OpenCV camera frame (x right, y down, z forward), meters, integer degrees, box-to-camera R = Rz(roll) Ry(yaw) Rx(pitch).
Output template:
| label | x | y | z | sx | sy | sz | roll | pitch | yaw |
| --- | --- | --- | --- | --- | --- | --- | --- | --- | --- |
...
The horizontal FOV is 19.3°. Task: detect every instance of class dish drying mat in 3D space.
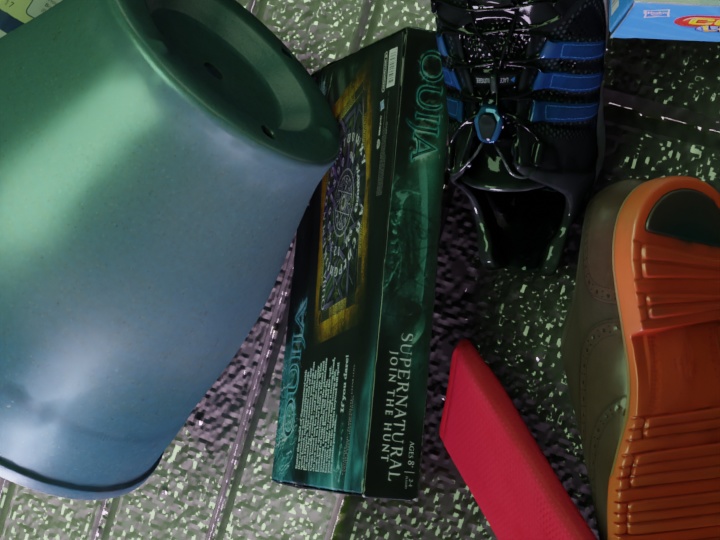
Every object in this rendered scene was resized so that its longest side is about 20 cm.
| label | x | y | z | sx | sy | sz | roll | pitch | yaw |
| --- | --- | --- | --- | --- | --- | --- | --- | --- | --- |
| dish drying mat | 0.087 | 0.126 | 0.902 | 0.018 | 0.077 | 0.201 | -18 | 55 | -18 |

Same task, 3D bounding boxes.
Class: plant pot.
| label | x | y | z | sx | sy | sz | roll | pitch | yaw |
| --- | --- | --- | --- | --- | --- | --- | --- | --- | --- |
| plant pot | -0.114 | -0.032 | 0.966 | 0.188 | 0.200 | 0.201 | -46 | 64 | 21 |

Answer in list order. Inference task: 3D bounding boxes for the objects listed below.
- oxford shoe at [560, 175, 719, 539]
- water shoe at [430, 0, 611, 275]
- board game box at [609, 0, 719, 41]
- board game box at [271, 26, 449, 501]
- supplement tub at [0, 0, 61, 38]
| label | x | y | z | sx | sy | sz | roll | pitch | yaw |
| --- | --- | --- | --- | --- | --- | --- | --- | --- | --- |
| oxford shoe | 0.124 | 0.060 | 0.914 | 0.072 | 0.071 | 0.202 | -174 | 86 | -64 |
| water shoe | 0.068 | -0.073 | 0.878 | 0.071 | 0.201 | 0.079 | 3 | 56 | 19 |
| board game box | 0.201 | -0.191 | 0.842 | 0.194 | 0.056 | 0.202 | 2 | 84 | -3 |
| board game box | 0.000 | 0.000 | 0.958 | 0.135 | 0.028 | 0.202 | 172 | 104 | -71 |
| supplement tub | -0.144 | -0.205 | 1.046 | 0.145 | 0.145 | 0.201 | 42 | 104 | 27 |
